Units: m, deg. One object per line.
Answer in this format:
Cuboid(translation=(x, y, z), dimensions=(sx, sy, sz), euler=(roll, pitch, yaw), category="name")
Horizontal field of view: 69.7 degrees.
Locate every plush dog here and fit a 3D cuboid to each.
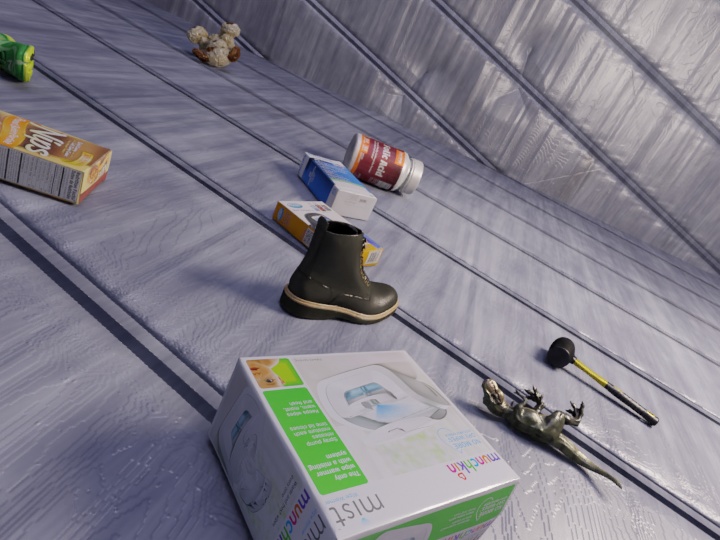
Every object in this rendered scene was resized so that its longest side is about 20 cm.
Cuboid(translation=(-0.543, -0.828, 1.953), dimensions=(0.200, 0.161, 0.172), euler=(-9, 47, -8), category="plush dog")

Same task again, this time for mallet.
Cuboid(translation=(0.399, 0.187, 0.860), dimensions=(0.200, 0.041, 0.066), euler=(42, 27, 25), category="mallet")

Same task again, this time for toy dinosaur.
Cuboid(translation=(0.248, 0.198, 0.678), dimensions=(0.200, 0.047, 0.088), euler=(31, 39, 12), category="toy dinosaur")

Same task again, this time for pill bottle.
Cuboid(translation=(0.061, -0.283, 1.399), dimensions=(0.200, 0.114, 0.114), euler=(18, 25, -15), category="pill bottle")

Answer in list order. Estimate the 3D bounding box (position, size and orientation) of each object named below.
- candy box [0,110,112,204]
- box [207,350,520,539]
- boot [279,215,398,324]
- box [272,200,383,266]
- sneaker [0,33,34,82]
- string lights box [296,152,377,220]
Cuboid(translation=(-0.470, -0.166, 0.718), dimensions=(0.200, 0.055, 0.115), euler=(18, 25, -15), category="candy box")
Cuboid(translation=(0.000, 0.164, 0.448), dimensions=(0.200, 0.097, 0.176), euler=(6, 28, -39), category="box")
Cuboid(translation=(0.000, 0.000, 0.728), dimensions=(0.200, 0.138, 0.077), euler=(1, 33, -44), category="boot")
Cuboid(translation=(-0.067, -0.074, 0.939), dimensions=(0.200, 0.042, 0.119), euler=(41, 28, 27), category="box")
Cuboid(translation=(-0.699, -0.420, 1.005), dimensions=(0.200, 0.074, 0.084), euler=(29, 20, 32), category="sneaker")
Cuboid(translation=(-0.057, -0.193, 1.167), dimensions=(0.103, 0.059, 0.200), euler=(8, 29, -35), category="string lights box")
